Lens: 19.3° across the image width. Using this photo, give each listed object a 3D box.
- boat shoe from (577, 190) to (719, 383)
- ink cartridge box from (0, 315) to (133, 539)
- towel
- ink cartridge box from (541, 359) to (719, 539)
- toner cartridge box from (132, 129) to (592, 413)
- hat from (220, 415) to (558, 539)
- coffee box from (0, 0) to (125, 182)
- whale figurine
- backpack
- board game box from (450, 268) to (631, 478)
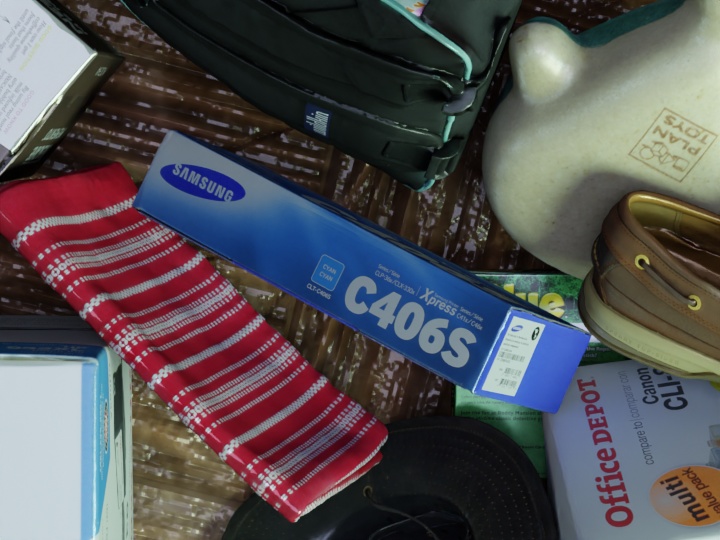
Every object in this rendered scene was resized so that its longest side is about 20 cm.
[{"bbox_3d":[0.192,0.021,0.921,0.199,0.072,0.068,20,132,16],"label":"boat shoe"},{"bbox_3d":[-0.151,0.100,0.967,0.083,0.200,0.146,0,93,-2],"label":"ink cartridge box"},{"bbox_3d":[-0.076,0.027,0.975,0.200,0.145,0.023,44,106,8],"label":"towel"},{"bbox_3d":[0.189,0.129,0.973,0.199,0.146,0.145,-8,121,0],"label":"ink cartridge box"},{"bbox_3d":[0.000,0.000,0.969,0.199,0.095,0.043,28,93,28],"label":"toner cartridge box"},{"bbox_3d":[0.021,0.168,1.024,0.200,0.081,0.202,-17,55,26],"label":"hat"},{"bbox_3d":[-0.215,-0.135,0.995,0.200,0.113,0.080,41,93,-2],"label":"coffee box"},{"bbox_3d":[0.141,-0.083,0.975,0.159,0.104,0.200,26,133,-10],"label":"whale figurine"},{"bbox_3d":[-0.021,-0.151,0.964,0.199,0.176,0.154,22,72,3],"label":"backpack"},{"bbox_3d":[0.144,0.052,1.051,0.199,0.023,0.105,1,96,-1],"label":"board game box"}]
